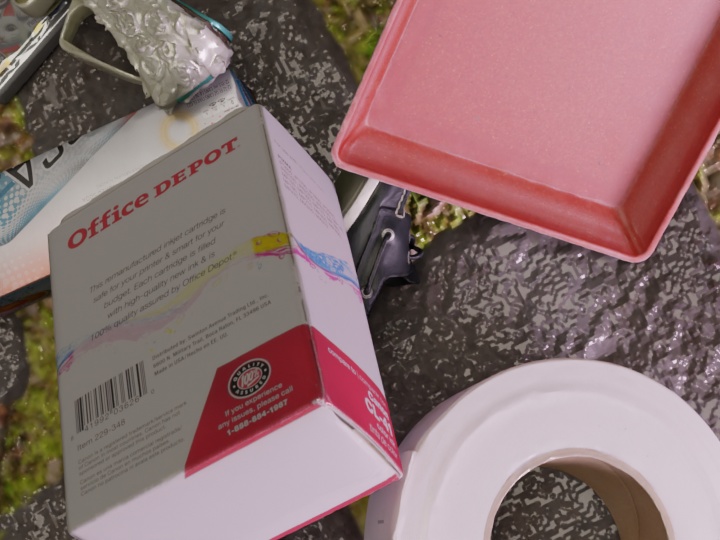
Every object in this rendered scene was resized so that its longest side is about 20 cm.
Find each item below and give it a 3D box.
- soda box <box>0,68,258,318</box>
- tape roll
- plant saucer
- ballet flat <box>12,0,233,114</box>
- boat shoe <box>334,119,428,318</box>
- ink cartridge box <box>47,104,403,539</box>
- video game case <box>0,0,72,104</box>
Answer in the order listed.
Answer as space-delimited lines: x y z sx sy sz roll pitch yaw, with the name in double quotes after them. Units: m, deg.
-0.144 -0.041 0.926 0.198 0.064 0.069 -24 83 4 "soda box"
0.103 0.149 0.845 0.200 0.071 0.205 3 78 -12 "tape roll"
0.106 -0.120 0.854 0.198 0.037 0.201 16 116 -19 "plant saucer"
-0.157 -0.157 0.898 0.200 0.072 0.072 39 91 22 "ballet flat"
0.001 0.000 0.904 0.066 0.074 0.201 31 75 -14 "boat shoe"
-0.074 0.037 0.812 0.147 0.086 0.201 -28 45 17 "ink cartridge box"
-0.215 -0.234 0.970 0.182 0.023 0.200 42 91 8 "video game case"
